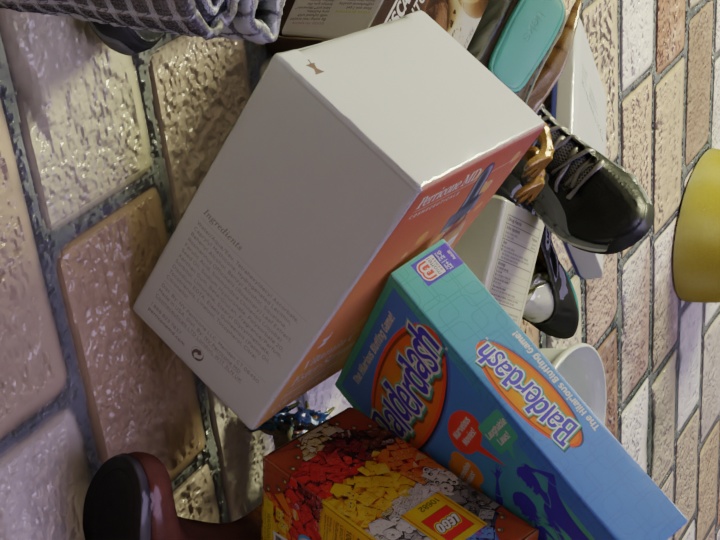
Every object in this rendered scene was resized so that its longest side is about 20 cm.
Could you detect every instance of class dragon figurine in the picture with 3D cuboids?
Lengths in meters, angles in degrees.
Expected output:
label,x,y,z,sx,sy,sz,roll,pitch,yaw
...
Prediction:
label,x,y,z,sx,sy,sz,roll,pitch,yaw
dragon figurine,-0.020,0.151,0.959,0.200,0.059,0.100,32,82,-51

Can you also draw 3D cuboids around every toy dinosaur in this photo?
label,x,y,z,sx,sy,sz,roll,pitch,yaw
toy dinosaur,0.108,-0.112,0.979,0.200,0.106,0.060,-38,157,11

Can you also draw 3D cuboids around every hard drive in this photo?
label,x,y,z,sx,sy,sz,roll,pitch,yaw
hard drive,0.197,-0.111,1.212,0.132,0.025,0.200,56,35,-52

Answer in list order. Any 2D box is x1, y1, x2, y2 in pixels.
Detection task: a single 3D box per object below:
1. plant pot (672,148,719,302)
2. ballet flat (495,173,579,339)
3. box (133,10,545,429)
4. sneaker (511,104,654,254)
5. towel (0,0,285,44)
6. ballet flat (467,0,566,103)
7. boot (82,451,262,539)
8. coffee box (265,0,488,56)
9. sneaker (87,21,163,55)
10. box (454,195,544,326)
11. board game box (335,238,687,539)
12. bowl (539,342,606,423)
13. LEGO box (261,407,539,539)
label,x,y,z,sx,sy,sz,roll,pitch,yaw
plant pot,0.498,-0.045,1.694,0.200,0.142,0.201,-30,126,-53
ballet flat,0.141,-0.010,1.186,0.068,0.068,0.200,-39,124,-34
box,-0.014,-0.031,0.776,0.152,0.106,0.200,-30,160,-52
sneaker,0.139,-0.096,1.044,0.075,0.200,0.115,-44,136,1
towel,-0.103,-0.208,0.589,0.085,0.165,0.201,-5,105,-53
ballet flat,0.082,-0.121,0.944,0.067,0.064,0.200,39,68,-22
boot,-0.063,0.155,0.824,0.200,0.068,0.189,-23,124,-31
coffee box,0.026,-0.194,0.895,0.200,0.080,0.113,-64,148,-23
sneaker,-0.089,-0.208,0.698,0.075,0.079,0.201,22,83,-60
box,0.077,0.040,1.072,0.095,0.078,0.201,21,83,-60
board game box,0.076,0.100,0.768,0.045,0.200,0.152,-32,163,-27
bowl,0.145,0.155,1.220,0.201,0.090,0.202,-31,128,-52
LEGO box,0.016,0.206,0.796,0.077,0.149,0.200,-26,132,-38
